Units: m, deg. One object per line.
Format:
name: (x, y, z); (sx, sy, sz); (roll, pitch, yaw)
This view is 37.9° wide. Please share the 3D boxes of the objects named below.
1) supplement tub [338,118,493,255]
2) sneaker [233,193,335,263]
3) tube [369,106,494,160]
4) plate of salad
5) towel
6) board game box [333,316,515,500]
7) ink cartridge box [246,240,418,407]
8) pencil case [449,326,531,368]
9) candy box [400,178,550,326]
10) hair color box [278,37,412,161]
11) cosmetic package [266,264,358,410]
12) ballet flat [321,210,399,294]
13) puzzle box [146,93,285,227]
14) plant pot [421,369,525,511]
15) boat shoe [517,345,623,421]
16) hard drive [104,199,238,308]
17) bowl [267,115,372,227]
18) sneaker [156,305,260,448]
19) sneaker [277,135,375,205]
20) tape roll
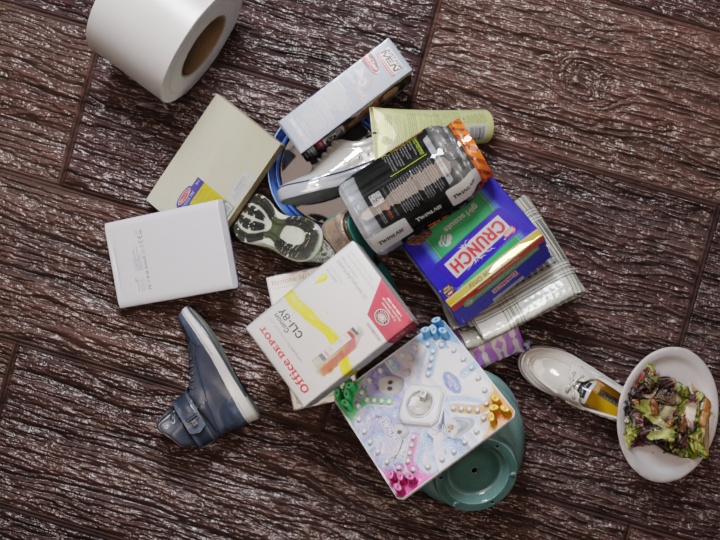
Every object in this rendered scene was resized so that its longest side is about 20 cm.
supplement tub: (0.079, -0.121, 1.482); (0.199, 0.122, 0.123); (-31, 89, 7)
sneaker: (-0.114, -0.049, 1.570); (0.199, 0.088, 0.077); (29, 85, 41)
tube: (0.103, -0.208, 1.549); (0.198, 0.052, 0.058); (-8, 52, -27)
plate of salad: (0.461, 0.214, 1.548); (0.198, 0.048, 0.203); (-2, 94, -26)
towel: (0.202, 0.000, 1.556); (0.199, 0.035, 0.194); (-27, 61, 3)
board game box: (0.083, 0.186, 1.473); (0.199, 0.026, 0.200); (-35, 52, -2)
ink cartridge box: (-0.040, 0.078, 1.488); (0.199, 0.083, 0.146); (-38, 82, 4)
pencil case: (0.152, 0.125, 1.580); (0.198, 0.086, 0.084); (-24, 52, 2)
candy box: (0.151, -0.051, 1.535); (0.169, 0.077, 0.201); (-38, 59, 2)
hair color box: (-0.020, -0.246, 1.533); (0.199, 0.099, 0.061); (-37, 88, 2)
cosmetic package: (-0.071, 0.097, 1.582); (0.106, 0.085, 0.202); (-13, 91, 0)
ballet flat: (0.000, 0.000, 1.584); (0.067, 0.068, 0.201); (-15, 112, 29)
puzzle box: (-0.221, -0.147, 1.593); (0.133, 0.025, 0.201); (39, 100, 12)
plant pot: (0.153, 0.260, 1.515); (0.198, 0.134, 0.202); (-4, 113, -8)
boat shoe: (0.330, 0.173, 1.574); (0.199, 0.070, 0.071); (30, 91, 1)
hard drive: (-0.287, -0.024, 1.589); (0.198, 0.025, 0.133); (-10, 91, 20)
bowl: (-0.043, -0.155, 1.603); (0.198, 0.039, 0.203); (0, 90, 3)
sneaker: (-0.263, 0.170, 1.593); (0.145, 0.077, 0.204); (-29, 90, -1)
sneaker: (-0.034, -0.154, 1.555); (0.198, 0.073, 0.071); (-19, 80, -7)
tape roll: (-0.283, -0.367, 1.532); (0.139, 0.203, 0.204); (35, 91, 2)
